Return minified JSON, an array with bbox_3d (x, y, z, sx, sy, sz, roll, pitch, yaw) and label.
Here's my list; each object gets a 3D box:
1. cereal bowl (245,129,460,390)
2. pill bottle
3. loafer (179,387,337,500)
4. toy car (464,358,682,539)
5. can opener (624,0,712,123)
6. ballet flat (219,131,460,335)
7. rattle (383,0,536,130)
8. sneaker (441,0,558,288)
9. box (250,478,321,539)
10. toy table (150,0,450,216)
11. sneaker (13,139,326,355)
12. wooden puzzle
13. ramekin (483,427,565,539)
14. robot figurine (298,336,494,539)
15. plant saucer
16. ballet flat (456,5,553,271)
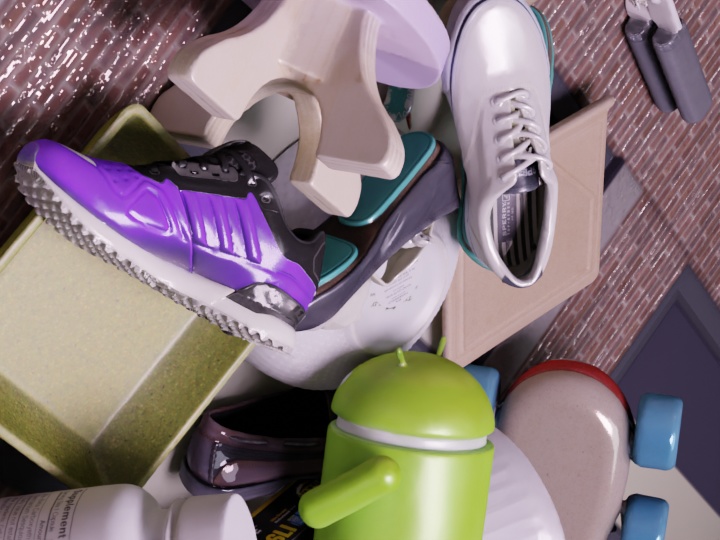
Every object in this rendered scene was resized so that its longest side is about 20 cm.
[{"bbox_3d":[0.000,0.000,1.195,0.200,0.083,0.201,-27,133,-33],"label":"cereal bowl"},{"bbox_3d":[-0.166,0.189,1.030,0.114,0.199,0.115,-8,90,-81],"label":"pill bottle"},{"bbox_3d":[-0.039,0.113,1.236,0.199,0.072,0.063,-15,130,-38],"label":"loafer"},{"bbox_3d":[0.178,0.138,1.458,0.200,0.183,0.178,-56,152,-67],"label":"toy car"},{"bbox_3d":[0.245,-0.194,1.360,0.067,0.053,0.200,-48,142,-14],"label":"can opener"},{"bbox_3d":[-0.005,-0.006,1.091,0.200,0.073,0.073,-44,140,-26],"label":"ballet flat"},{"bbox_3d":[0.057,-0.208,1.153,0.200,0.143,0.130,-36,-166,35],"label":"rattle"},{"bbox_3d":[0.099,-0.083,1.096,0.073,0.071,0.201,-16,119,-12],"label":"sneaker"},{"bbox_3d":[-0.056,0.264,1.228,0.160,0.049,0.201,-33,129,-51],"label":"box"},{"bbox_3d":[-0.034,-0.120,1.014,0.200,0.183,0.118,33,73,-41],"label":"toy table"},{"bbox_3d":[-0.100,-0.038,0.975,0.200,0.069,0.100,33,80,-30],"label":"sneaker"},{"bbox_3d":[0.126,-0.029,1.360,0.185,0.037,0.201,-30,139,-33],"label":"wooden puzzle"},{"bbox_3d":[0.061,0.221,1.327,0.097,0.200,0.202,-14,125,-32],"label":"ramekin"},{"bbox_3d":[0.030,0.147,1.169,0.175,0.115,0.201,-8,106,-66],"label":"robot figurine"},{"bbox_3d":[-0.157,0.023,1.050,0.200,0.048,0.200,-52,135,-10],"label":"plant saucer"},{"bbox_3d":[0.104,-0.091,1.231,0.070,0.067,0.201,56,40,-66],"label":"ballet flat"}]
